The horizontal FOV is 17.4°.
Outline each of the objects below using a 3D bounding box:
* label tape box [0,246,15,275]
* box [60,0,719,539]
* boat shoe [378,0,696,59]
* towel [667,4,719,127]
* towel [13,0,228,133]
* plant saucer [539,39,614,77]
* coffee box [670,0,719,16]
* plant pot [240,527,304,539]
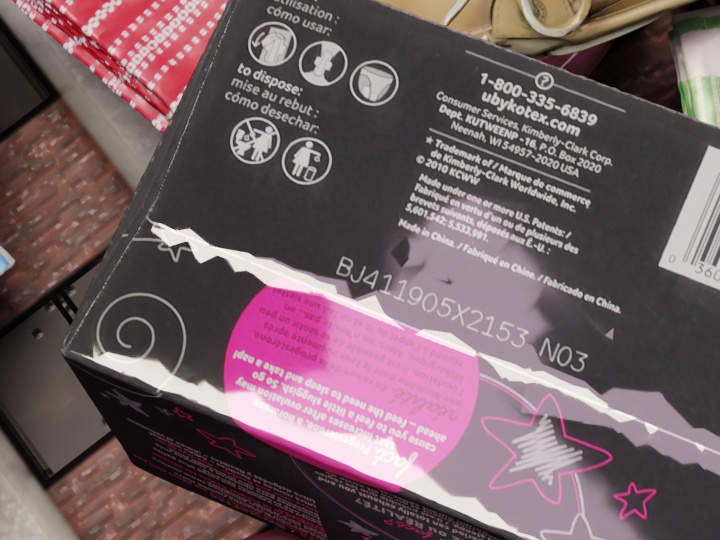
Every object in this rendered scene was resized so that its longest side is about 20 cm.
[{"bbox_3d":[-0.238,-0.015,0.883,0.143,0.066,0.200,-45,75,-7],"label":"label tape box"},{"bbox_3d":[0.039,0.020,0.659,0.199,0.115,0.133,21,72,11],"label":"box"},{"bbox_3d":[0.074,-0.108,0.717,0.199,0.063,0.074,-19,94,-16],"label":"boat shoe"},{"bbox_3d":[0.181,0.000,0.718,0.151,0.023,0.202,-11,71,7],"label":"towel"},{"bbox_3d":[-0.042,-0.120,0.782,0.200,0.022,0.145,41,88,18],"label":"towel"},{"bbox_3d":[0.010,-0.127,0.890,0.199,0.051,0.202,-3,72,8],"label":"plant saucer"},{"bbox_3d":[0.174,-0.055,0.808,0.079,0.113,0.201,-23,69,1],"label":"coffee box"},{"bbox_3d":[-0.018,0.163,0.734,0.178,0.200,0.201,-29,69,-19],"label":"plant pot"}]
